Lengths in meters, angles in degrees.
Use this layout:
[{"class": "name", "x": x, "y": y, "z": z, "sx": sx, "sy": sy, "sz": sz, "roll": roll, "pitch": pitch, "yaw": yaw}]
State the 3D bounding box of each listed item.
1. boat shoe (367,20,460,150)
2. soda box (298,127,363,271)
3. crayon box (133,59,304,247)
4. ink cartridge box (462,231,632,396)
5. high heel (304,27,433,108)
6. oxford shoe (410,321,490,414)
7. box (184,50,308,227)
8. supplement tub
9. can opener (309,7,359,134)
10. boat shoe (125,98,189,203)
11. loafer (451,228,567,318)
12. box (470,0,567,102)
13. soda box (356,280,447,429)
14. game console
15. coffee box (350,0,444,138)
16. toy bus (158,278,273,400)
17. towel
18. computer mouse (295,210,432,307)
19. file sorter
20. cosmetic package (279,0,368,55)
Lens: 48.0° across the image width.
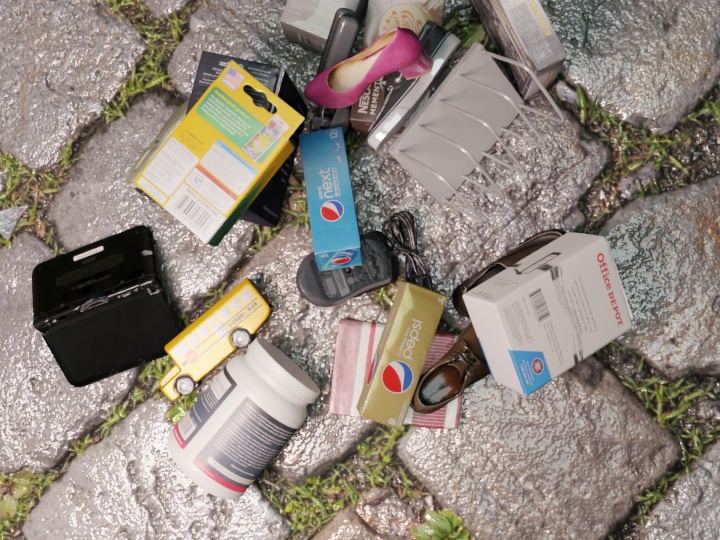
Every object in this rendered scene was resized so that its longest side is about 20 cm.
[{"class": "boat shoe", "x": 0.059, "y": -0.263, "z": 1.133, "sx": 0.068, "sy": 0.072, "sz": 0.201, "roll": 35, "pitch": 86, "yaw": 1}, {"class": "soda box", "x": -0.044, "y": -0.105, "z": 1.183, "sx": 0.067, "sy": 0.064, "sz": 0.201, "roll": -9, "pitch": 66, "yaw": 0}, {"class": "crayon box", "x": -0.175, "y": -0.147, "z": 1.032, "sx": 0.126, "sy": 0.052, "sz": 0.200, "roll": 39, "pitch": 91, "yaw": 7}, {"class": "ink cartridge box", "x": 0.262, "y": 0.056, "z": 1.122, "sx": 0.199, "sy": 0.084, "sz": 0.147, "roll": -28, "pitch": 108, "yaw": -19}, {"class": "high heel", "x": -0.008, "y": -0.273, "z": 1.081, "sx": 0.199, "sy": 0.096, "sz": 0.068, "roll": -3, "pitch": 73, "yaw": 30}, {"class": "oxford shoe", "x": 0.154, "y": 0.133, "z": 1.159, "sx": 0.073, "sy": 0.084, "sz": 0.200, "roll": 44, "pitch": 83, "yaw": 5}, {"class": "box", "x": -0.170, "y": -0.179, "z": 1.161, "sx": 0.123, "sy": 0.200, "sz": 0.198, "roll": 13, "pitch": 87, "yaw": 6}, {"class": "supplement tub", "x": -0.167, "y": 0.212, "z": 1.163, "sx": 0.140, "sy": 0.140, "sz": 0.200, "roll": 41, "pitch": 90, "yaw": 6}, {"class": "can opener", "x": -0.031, "y": -0.280, "z": 1.191, "sx": 0.066, "sy": 0.054, "sz": 0.201, "roll": 9, "pitch": 127, "yaw": -19}, {"class": "boat shoe", "x": -0.278, "y": -0.196, "z": 1.247, "sx": 0.068, "sy": 0.072, "sz": 0.201, "roll": 38, "pitch": 81, "yaw": -30}, {"class": "loafer", "x": 0.228, "y": 0.008, "z": 1.182, "sx": 0.199, "sy": 0.071, "sz": 0.073, "roll": -34, "pitch": 84, "yaw": 2}, {"class": "box", "x": 0.219, "y": -0.359, "z": 1.165, "sx": 0.048, "sy": 0.158, "sz": 0.201, "roll": -27, "pitch": 84, "yaw": 2}, {"class": "soda box", "x": 0.058, "y": 0.118, "z": 1.159, "sx": 0.064, "sy": 0.068, "sz": 0.201, "roll": 19, "pitch": 89, "yaw": -7}, {"class": "game console", "x": -0.389, "y": 0.054, "z": 1.253, "sx": 0.199, "sy": 0.117, "sz": 0.177, "roll": -20, "pitch": 55, "yaw": 2}, {"class": "coffee box", "x": 0.056, "y": -0.306, "z": 1.212, "sx": 0.114, "sy": 0.080, "sz": 0.201, "roll": 10, "pitch": 87, "yaw": 4}, {"class": "toy bus", "x": -0.220, "y": 0.105, "z": 1.206, "sx": 0.200, "sy": 0.065, "sz": 0.078, "roll": -40, "pitch": 91, "yaw": -3}, {"class": "towel", "x": 0.056, "y": 0.155, "z": 1.211, "sx": 0.198, "sy": 0.023, "sz": 0.145, "roll": 7, "pitch": 85, "yaw": 3}, {"class": "computer mouse", "x": 0.000, "y": 0.000, "z": 1.214, "sx": 0.199, "sy": 0.053, "sz": 0.139, "roll": -15, "pitch": 87, "yaw": -8}, {"class": "file sorter", "x": 0.171, "y": -0.190, "z": 1.145, "sx": 0.200, "sy": 0.139, "sz": 0.124, "roll": -51, "pitch": 40, "yaw": -1}, {"class": "cosmetic package", "x": -0.035, "y": -0.436, "z": 1.227, "sx": 0.106, "sy": 0.090, "sz": 0.201, "roll": 24, "pitch": 85, "yaw": 4}]
